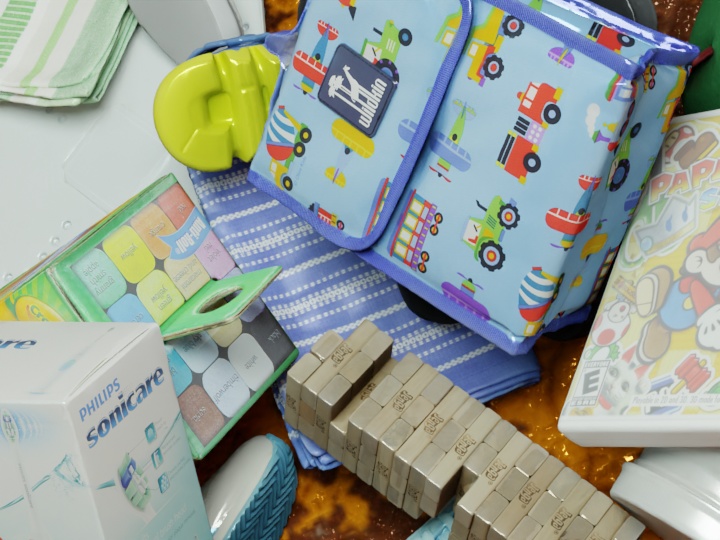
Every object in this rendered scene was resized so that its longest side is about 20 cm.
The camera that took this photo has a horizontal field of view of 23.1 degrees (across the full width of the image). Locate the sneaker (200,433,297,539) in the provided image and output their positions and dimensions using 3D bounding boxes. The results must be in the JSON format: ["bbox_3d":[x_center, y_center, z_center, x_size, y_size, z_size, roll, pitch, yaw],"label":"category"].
[{"bbox_3d":[-0.111,0.167,0.961,0.081,0.077,0.200,34,84,24],"label":"sneaker"}]

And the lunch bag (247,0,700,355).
[{"bbox_3d":[0.040,-0.078,0.865,0.199,0.094,0.151,29,113,22],"label":"lunch bag"}]

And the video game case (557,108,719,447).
[{"bbox_3d":[0.193,-0.004,0.802,0.199,0.023,0.183,-7,53,51],"label":"video game case"}]

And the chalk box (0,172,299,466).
[{"bbox_3d":[-0.127,0.043,0.918,0.199,0.124,0.124,-32,98,34],"label":"chalk box"}]

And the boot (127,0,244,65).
[{"bbox_3d":[-0.108,-0.214,1.051,0.095,0.073,0.201,-33,89,-37],"label":"boot"}]

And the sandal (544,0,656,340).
[{"bbox_3d":[0.103,-0.057,0.920,0.076,0.043,0.202,25,122,38],"label":"sandal"}]

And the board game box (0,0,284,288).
[{"bbox_3d":[-0.143,-0.063,1.066,0.198,0.026,0.202,-10,71,13],"label":"board game box"}]

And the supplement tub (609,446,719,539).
[{"bbox_3d":[0.225,0.058,0.856,0.140,0.140,0.201,31,84,23],"label":"supplement tub"}]

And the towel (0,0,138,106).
[{"bbox_3d":[-0.225,-0.171,1.103,0.199,0.023,0.153,6,60,24],"label":"towel"}]

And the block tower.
[{"bbox_3d":[0.053,0.104,0.893,0.200,0.058,0.054,36,63,17],"label":"block tower"}]

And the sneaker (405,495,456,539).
[{"bbox_3d":[0.023,0.180,0.911,0.200,0.082,0.074,-47,68,-2],"label":"sneaker"}]

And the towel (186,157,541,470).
[{"bbox_3d":[0.000,0.000,0.986,0.144,0.024,0.201,-21,70,-7],"label":"towel"}]

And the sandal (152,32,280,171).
[{"bbox_3d":[-0.025,-0.109,0.990,0.198,0.087,0.080,-8,104,-15],"label":"sandal"}]

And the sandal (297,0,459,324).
[{"bbox_3d":[0.029,-0.069,0.937,0.076,0.043,0.201,-26,98,-13],"label":"sandal"}]

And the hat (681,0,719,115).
[{"bbox_3d":[0.184,-0.072,0.925,0.165,0.200,0.176,40,105,-13],"label":"hat"}]

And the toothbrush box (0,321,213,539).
[{"bbox_3d":[-0.154,0.130,0.848,0.145,0.085,0.201,1,114,26],"label":"toothbrush box"}]
